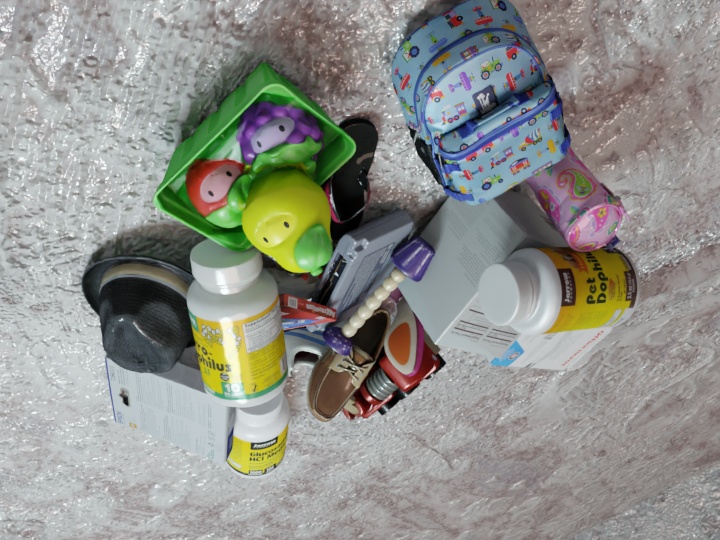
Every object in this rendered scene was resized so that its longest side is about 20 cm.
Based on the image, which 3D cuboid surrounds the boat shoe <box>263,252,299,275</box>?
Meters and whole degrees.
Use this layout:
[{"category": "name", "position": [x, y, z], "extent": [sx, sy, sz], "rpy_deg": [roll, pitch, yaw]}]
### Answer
[{"category": "boat shoe", "position": [-0.085, -0.024, 0.996], "extent": [0.060, 0.074, 0.200], "rpy_deg": [-51, 177, -5]}]

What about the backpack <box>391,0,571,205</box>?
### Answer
[{"category": "backpack", "position": [0.137, -0.199, 0.896], "extent": [0.182, 0.135, 0.200], "rpy_deg": [-26, 141, 4]}]

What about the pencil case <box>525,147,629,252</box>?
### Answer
[{"category": "pencil case", "position": [0.263, -0.114, 1.007], "extent": [0.087, 0.200, 0.088], "rpy_deg": [-14, 138, -12]}]

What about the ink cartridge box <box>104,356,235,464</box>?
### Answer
[{"category": "ink cartridge box", "position": [-0.294, 0.210, 1.224], "extent": [0.200, 0.043, 0.197], "rpy_deg": [21, 139, 6]}]

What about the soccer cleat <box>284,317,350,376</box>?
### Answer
[{"category": "soccer cleat", "position": [-0.038, 0.121, 1.246], "extent": [0.200, 0.086, 0.070], "rpy_deg": [-12, 142, -14]}]

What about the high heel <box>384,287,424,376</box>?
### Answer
[{"category": "high heel", "position": [0.086, 0.087, 1.161], "extent": [0.067, 0.200, 0.096], "rpy_deg": [-36, 128, 29]}]

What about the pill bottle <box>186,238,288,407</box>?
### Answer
[{"category": "pill bottle", "position": [-0.155, 0.062, 0.974], "extent": [0.113, 0.113, 0.200], "rpy_deg": [-12, 122, -14]}]

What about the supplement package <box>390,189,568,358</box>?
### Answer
[{"category": "supplement package", "position": [0.180, -0.004, 1.122], "extent": [0.150, 0.152, 0.200], "rpy_deg": [16, 121, -40]}]

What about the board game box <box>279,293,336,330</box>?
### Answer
[{"category": "board game box", "position": [-0.142, 0.067, 1.102], "extent": [0.200, 0.019, 0.103], "rpy_deg": [-13, 157, 38]}]

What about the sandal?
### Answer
[{"category": "sandal", "position": [-0.019, -0.104, 1.007], "extent": [0.075, 0.045, 0.200], "rpy_deg": [-7, 141, -19]}]

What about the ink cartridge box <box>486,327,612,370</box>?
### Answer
[{"category": "ink cartridge box", "position": [0.333, 0.105, 1.415], "extent": [0.200, 0.086, 0.147], "rpy_deg": [8, 135, -36]}]

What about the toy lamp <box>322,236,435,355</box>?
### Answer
[{"category": "toy lamp", "position": [0.029, 0.035, 1.110], "extent": [0.200, 0.058, 0.058], "rpy_deg": [-47, 137, 16]}]

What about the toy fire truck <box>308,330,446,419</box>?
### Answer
[{"category": "toy fire truck", "position": [0.023, 0.176, 1.278], "extent": [0.176, 0.129, 0.200], "rpy_deg": [-42, 176, 26]}]

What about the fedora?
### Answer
[{"category": "fedora", "position": [-0.279, 0.071, 1.014], "extent": [0.200, 0.092, 0.201], "rpy_deg": [3, 142, 2]}]

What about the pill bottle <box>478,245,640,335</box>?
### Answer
[{"category": "pill bottle", "position": [0.252, 0.024, 0.994], "extent": [0.200, 0.109, 0.109], "rpy_deg": [-3, 140, -30]}]

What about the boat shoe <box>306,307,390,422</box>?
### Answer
[{"category": "boat shoe", "position": [-0.016, 0.134, 1.175], "extent": [0.076, 0.200, 0.072], "rpy_deg": [33, 157, -12]}]

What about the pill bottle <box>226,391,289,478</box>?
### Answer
[{"category": "pill bottle", "position": [-0.179, 0.262, 1.329], "extent": [0.112, 0.113, 0.200], "rpy_deg": [-9, 142, -17]}]

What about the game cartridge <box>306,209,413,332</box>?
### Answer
[{"category": "game cartridge", "position": [0.000, 0.000, 1.114], "extent": [0.133, 0.041, 0.200], "rpy_deg": [-21, 151, -39]}]

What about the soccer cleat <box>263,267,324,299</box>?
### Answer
[{"category": "soccer cleat", "position": [-0.140, 0.022, 1.090], "extent": [0.200, 0.069, 0.078], "rpy_deg": [0, 142, -31]}]

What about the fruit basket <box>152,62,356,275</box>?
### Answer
[{"category": "fruit basket", "position": [-0.105, -0.091, 0.841], "extent": [0.216, 0.216, 0.155], "rpy_deg": [-39, 133, 22]}]
